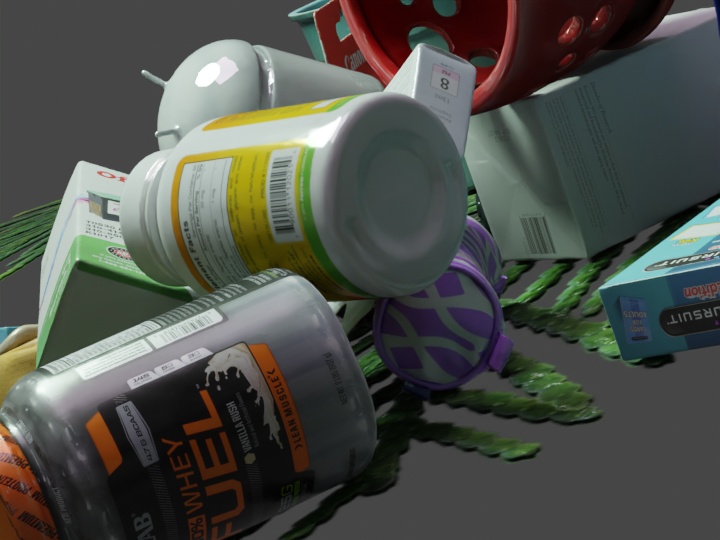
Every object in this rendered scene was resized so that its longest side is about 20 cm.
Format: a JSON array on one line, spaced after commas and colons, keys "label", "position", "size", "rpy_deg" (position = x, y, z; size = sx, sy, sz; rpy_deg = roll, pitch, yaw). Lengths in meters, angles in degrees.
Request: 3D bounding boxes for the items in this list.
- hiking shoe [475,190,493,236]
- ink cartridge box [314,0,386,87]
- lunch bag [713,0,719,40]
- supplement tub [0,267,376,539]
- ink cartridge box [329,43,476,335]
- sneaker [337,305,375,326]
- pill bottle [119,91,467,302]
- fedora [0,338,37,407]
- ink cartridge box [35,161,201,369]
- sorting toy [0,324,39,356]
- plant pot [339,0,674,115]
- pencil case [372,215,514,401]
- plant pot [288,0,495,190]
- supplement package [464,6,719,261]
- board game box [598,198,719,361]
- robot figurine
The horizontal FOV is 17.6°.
[{"label": "hiking shoe", "position": [0.152, -0.092, 1.745], "size": [0.086, 0.075, 0.200], "rpy_deg": [-1, 40, 34]}, {"label": "ink cartridge box", "position": [0.026, -0.116, 1.796], "size": [0.057, 0.201, 0.163], "rpy_deg": [-8, 13, 14]}, {"label": "lunch bag", "position": [0.308, -0.159, 1.514], "size": [0.150, 0.201, 0.094], "rpy_deg": [-25, 11, -28]}, {"label": "supplement tub", "position": [-0.102, 0.089, 1.221], "size": [0.199, 0.123, 0.122], "rpy_deg": [-24, 11, -20]}, {"label": "ink cartridge box", "position": [0.008, -0.016, 1.437], "size": [0.163, 0.057, 0.201], "rpy_deg": [130, 152, -50]}, {"label": "sneaker", "position": [0.000, 0.000, 1.661], "size": [0.199, 0.074, 0.081], "rpy_deg": [-8, 12, 44]}, {"label": "pill bottle", "position": [-0.045, -0.036, 1.321], "size": [0.199, 0.112, 0.111], "rpy_deg": [-4, 18, 47]}, {"label": "fedora", "position": [-0.190, 0.078, 1.571], "size": [0.199, 0.082, 0.201], "rpy_deg": [-20, 10, 4]}, {"label": "ink cartridge box", "position": [-0.127, 0.014, 1.496], "size": [0.144, 0.084, 0.200], "rpy_deg": [17, 17, -12]}, {"label": "sorting toy", "position": [-0.247, 0.060, 1.739], "size": [0.199, 0.037, 0.184], "rpy_deg": [-15, -10, 43]}, {"label": "plant pot", "position": [0.104, -0.222, 1.574], "size": [0.182, 0.202, 0.200], "rpy_deg": [-24, 10, -34]}, {"label": "pencil case", "position": [0.053, 0.015, 1.444], "size": [0.085, 0.084, 0.200], "rpy_deg": [15, 13, -1]}, {"label": "plant pot", "position": [0.062, -0.172, 2.092], "size": [0.199, 0.197, 0.200], "rpy_deg": [-20, 9, 3]}, {"label": "supplement package", "position": [0.189, -0.098, 1.661], "size": [0.199, 0.120, 0.121], "rpy_deg": [-25, 10, -25]}, {"label": "board game box", "position": [0.248, -0.015, 1.304], "size": [0.150, 0.047, 0.200], "rpy_deg": [-12, 13, 39]}, {"label": "robot figurine", "position": [-0.056, -0.094, 1.615], "size": [0.199, 0.113, 0.170], "rpy_deg": [12, 24, -25]}]
